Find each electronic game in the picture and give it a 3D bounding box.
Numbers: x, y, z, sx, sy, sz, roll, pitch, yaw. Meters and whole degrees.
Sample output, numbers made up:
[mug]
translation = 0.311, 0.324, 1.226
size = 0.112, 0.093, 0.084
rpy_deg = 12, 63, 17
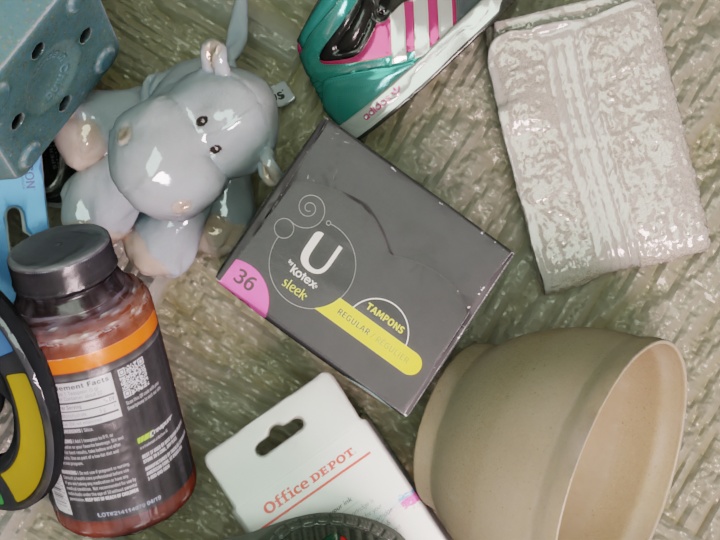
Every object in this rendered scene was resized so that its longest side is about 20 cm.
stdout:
[electronic game]
translation = -0.269, 0.070, 1.113
size = 0.201, 0.200, 0.042
rpy_deg = 51, 48, 4

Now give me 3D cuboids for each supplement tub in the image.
[supplement tub]
translation = -0.181, 0.073, 1.145
size = 0.106, 0.107, 0.202
rpy_deg = -10, 114, 1

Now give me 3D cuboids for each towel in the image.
[towel]
translation = 0.170, -0.096, 1.216
size = 0.131, 0.034, 0.202
rpy_deg = -14, 87, 1

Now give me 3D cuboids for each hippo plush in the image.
[hippo plush]
translation = -0.103, -0.075, 1.141
size = 0.199, 0.161, 0.161
rpy_deg = -31, 108, -17

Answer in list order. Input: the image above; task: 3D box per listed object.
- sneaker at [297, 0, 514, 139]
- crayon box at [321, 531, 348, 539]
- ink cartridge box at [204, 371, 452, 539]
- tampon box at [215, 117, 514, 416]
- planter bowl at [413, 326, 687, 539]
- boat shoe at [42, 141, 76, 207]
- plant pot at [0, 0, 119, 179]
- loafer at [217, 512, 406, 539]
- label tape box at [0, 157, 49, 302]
[sneaker]
translation = 0.030, -0.200, 1.205
size = 0.200, 0.084, 0.121
rpy_deg = -42, 96, 0
[crayon box]
translation = -0.016, 0.272, 1.093
size = 0.172, 0.059, 0.200
rpy_deg = -33, 128, 23
[ink cartridge box]
translation = -0.010, 0.182, 1.189
size = 0.116, 0.067, 0.201
rpy_deg = -34, 87, 1
[tampon box]
translation = 0.000, 0.000, 1.128
size = 0.149, 0.200, 0.127
rpy_deg = 35, 88, 0
[planter bowl]
translation = 0.120, 0.125, 1.142
size = 0.134, 0.200, 0.202
rpy_deg = 18, 87, 30
[boat shoe]
translation = -0.234, -0.147, 1.211
size = 0.071, 0.071, 0.202
rpy_deg = -18, 87, 1
[plant pot]
translation = -0.272, -0.173, 1.090
size = 0.199, 0.196, 0.197
rpy_deg = 31, 74, 15
[loafer]
translation = -0.059, 0.211, 1.132
size = 0.197, 0.070, 0.076
rpy_deg = -3, 65, -6
[label tape box]
translation = -0.314, -0.017, 1.199
size = 0.197, 0.066, 0.145
rpy_deg = -6, 100, -1
